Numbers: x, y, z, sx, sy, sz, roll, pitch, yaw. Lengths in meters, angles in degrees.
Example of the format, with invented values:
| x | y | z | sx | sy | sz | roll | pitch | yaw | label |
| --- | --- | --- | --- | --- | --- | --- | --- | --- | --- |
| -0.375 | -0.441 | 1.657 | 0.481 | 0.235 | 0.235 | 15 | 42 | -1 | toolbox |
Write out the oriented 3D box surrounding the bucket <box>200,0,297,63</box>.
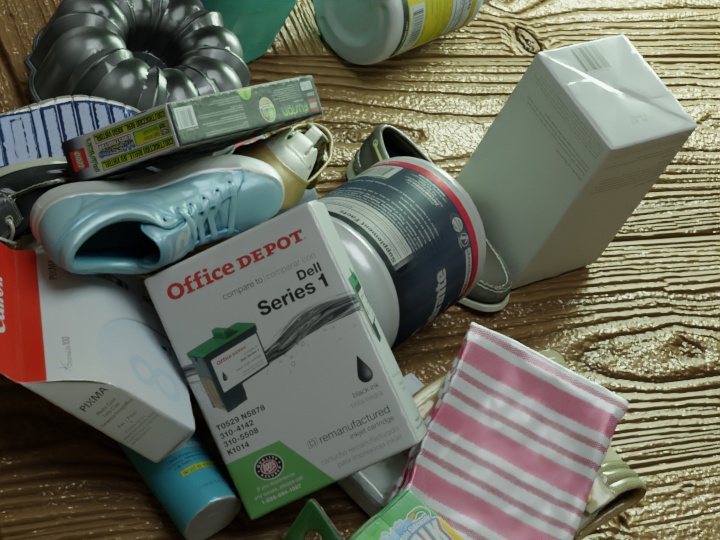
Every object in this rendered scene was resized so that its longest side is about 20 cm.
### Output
| x | y | z | sx | sy | sz | roll | pitch | yaw | label |
| --- | --- | --- | --- | --- | --- | --- | --- | --- | --- |
| -0.138 | -0.302 | 1.775 | 0.206 | 0.135 | 0.208 | 16 | 44 | -16 | bucket |

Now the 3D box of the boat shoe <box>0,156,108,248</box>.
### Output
| x | y | z | sx | sy | sz | roll | pitch | yaw | label |
| --- | --- | --- | --- | --- | --- | --- | --- | --- | --- |
| -0.287 | -0.032 | 1.454 | 0.199 | 0.072 | 0.068 | -17 | 54 | -6 | boat shoe |

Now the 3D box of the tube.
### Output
| x | y | z | sx | sy | sz | roll | pitch | yaw | label |
| --- | --- | --- | --- | --- | --- | --- | --- | --- | --- |
| -0.164 | 0.118 | 1.445 | 0.077 | 0.051 | 0.200 | -7 | 48 | -45 | tube |

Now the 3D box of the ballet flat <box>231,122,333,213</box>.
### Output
| x | y | z | sx | sy | sz | roll | pitch | yaw | label |
| --- | --- | --- | --- | --- | --- | --- | --- | --- | --- |
| -0.062 | -0.096 | 1.567 | 0.069 | 0.063 | 0.200 | 42 | 12 | -2 | ballet flat |

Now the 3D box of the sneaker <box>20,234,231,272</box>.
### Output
| x | y | z | sx | sy | sz | roll | pitch | yaw | label |
| --- | --- | --- | --- | --- | --- | --- | --- | --- | --- |
| -0.179 | -0.043 | 1.518 | 0.199 | 0.076 | 0.088 | -10 | 43 | -5 | sneaker |

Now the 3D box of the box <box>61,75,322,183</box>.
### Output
| x | y | z | sx | sy | sz | roll | pitch | yaw | label |
| --- | --- | --- | --- | --- | --- | --- | --- | --- | --- |
| -0.128 | -0.112 | 1.475 | 0.200 | 0.110 | 0.035 | -21 | 94 | -56 | box |

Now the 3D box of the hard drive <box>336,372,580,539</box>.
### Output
| x | y | z | sx | sy | sz | roll | pitch | yaw | label |
| --- | --- | --- | --- | --- | --- | --- | --- | --- | --- |
| 0.070 | 0.184 | 1.526 | 0.200 | 0.027 | 0.132 | 44 | 44 | 13 | hard drive |

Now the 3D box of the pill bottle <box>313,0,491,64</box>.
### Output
| x | y | z | sx | sy | sz | roll | pitch | yaw | label |
| --- | --- | --- | --- | --- | --- | --- | --- | --- | --- |
| 0.055 | -0.284 | 1.887 | 0.200 | 0.111 | 0.111 | -26 | 67 | -43 | pill bottle |

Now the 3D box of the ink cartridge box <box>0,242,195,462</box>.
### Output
| x | y | z | sx | sy | sz | roll | pitch | yaw | label |
| --- | --- | --- | --- | --- | --- | --- | --- | --- | --- |
| -0.214 | 0.034 | 1.380 | 0.200 | 0.047 | 0.160 | 37 | 22 | -33 | ink cartridge box |

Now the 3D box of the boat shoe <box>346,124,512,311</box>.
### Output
| x | y | z | sx | sy | sz | roll | pitch | yaw | label |
| --- | --- | --- | --- | --- | --- | --- | --- | --- | --- |
| 0.068 | -0.048 | 1.714 | 0.072 | 0.060 | 0.202 | -27 | 67 | -43 | boat shoe |

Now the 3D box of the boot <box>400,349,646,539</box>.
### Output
| x | y | z | sx | sy | sz | roll | pitch | yaw | label |
| --- | --- | --- | --- | --- | --- | --- | --- | --- | --- |
| 0.127 | 0.152 | 1.520 | 0.199 | 0.073 | 0.156 | -11 | 58 | -41 | boot |

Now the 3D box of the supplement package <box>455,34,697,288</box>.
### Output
| x | y | z | sx | sy | sz | roll | pitch | yaw | label |
| --- | --- | --- | --- | --- | --- | --- | --- | --- | --- |
| 0.189 | -0.099 | 1.727 | 0.121 | 0.200 | 0.120 | -16 | 61 | -39 | supplement package |

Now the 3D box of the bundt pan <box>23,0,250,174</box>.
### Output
| x | y | z | sx | sy | sz | roll | pitch | yaw | label |
| --- | --- | --- | --- | --- | --- | --- | --- | --- | --- |
| -0.185 | -0.180 | 1.630 | 0.201 | 0.076 | 0.203 | 15 | 46 | -16 | bundt pan |

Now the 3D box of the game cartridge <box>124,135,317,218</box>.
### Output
| x | y | z | sx | sy | sz | roll | pitch | yaw | label |
| --- | --- | --- | --- | --- | --- | --- | --- | --- | --- |
| -0.147 | -0.101 | 1.660 | 0.200 | 0.041 | 0.133 | 44 | 48 | 13 | game cartridge |

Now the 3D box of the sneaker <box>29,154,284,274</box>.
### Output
| x | y | z | sx | sy | sz | roll | pitch | yaw | label |
| --- | --- | --- | --- | --- | --- | --- | --- | --- | --- |
| -0.143 | -0.030 | 1.415 | 0.199 | 0.074 | 0.082 | -13 | 41 | -19 | sneaker |

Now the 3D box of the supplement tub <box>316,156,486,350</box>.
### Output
| x | y | z | sx | sy | sz | roll | pitch | yaw | label |
| --- | --- | --- | --- | --- | --- | --- | --- | --- | --- |
| 0.000 | 0.000 | 1.572 | 0.140 | 0.141 | 0.200 | 43 | 44 | 13 | supplement tub |

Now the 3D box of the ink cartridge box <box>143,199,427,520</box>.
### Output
| x | y | z | sx | sy | sz | roll | pitch | yaw | label |
| --- | --- | --- | --- | --- | --- | --- | --- | --- | --- |
| -0.057 | 0.064 | 1.422 | 0.201 | 0.146 | 0.084 | 65 | 6 | 1 | ink cartridge box |

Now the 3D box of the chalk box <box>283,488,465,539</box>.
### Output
| x | y | z | sx | sy | sz | roll | pitch | yaw | label |
| --- | --- | --- | --- | --- | --- | --- | --- | --- | --- |
| 0.018 | 0.255 | 1.361 | 0.200 | 0.125 | 0.124 | 41 | 43 | 11 | chalk box |

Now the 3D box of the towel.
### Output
| x | y | z | sx | sy | sz | roll | pitch | yaw | label |
| --- | --- | --- | --- | --- | --- | --- | --- | --- | --- |
| 0.111 | 0.158 | 1.462 | 0.146 | 0.030 | 0.201 | 26 | 77 | -5 | towel |

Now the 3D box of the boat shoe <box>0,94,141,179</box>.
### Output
| x | y | z | sx | sy | sz | roll | pitch | yaw | label |
| --- | --- | --- | --- | --- | --- | --- | --- | --- | --- |
| -0.265 | -0.096 | 1.537 | 0.199 | 0.072 | 0.073 | -3 | 73 | -16 | boat shoe |
